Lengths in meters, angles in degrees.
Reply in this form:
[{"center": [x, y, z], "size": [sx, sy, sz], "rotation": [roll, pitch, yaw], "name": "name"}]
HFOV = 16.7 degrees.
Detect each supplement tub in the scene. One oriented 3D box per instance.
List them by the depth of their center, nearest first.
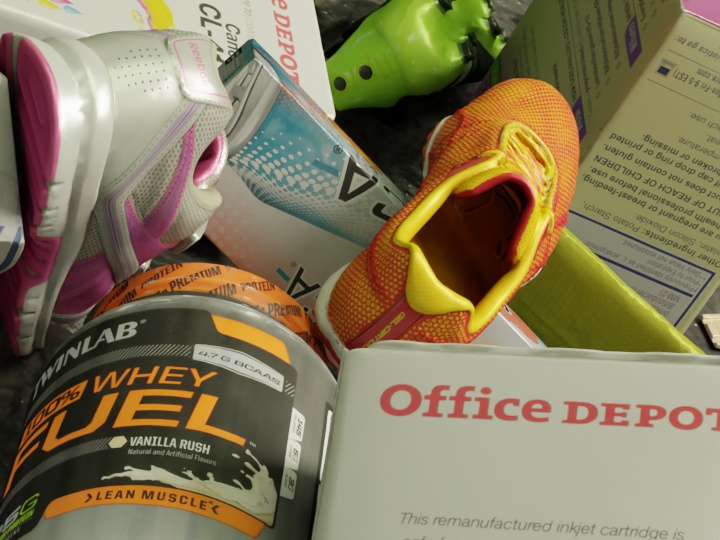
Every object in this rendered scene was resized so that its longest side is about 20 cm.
[{"center": [-0.066, 0.092, 0.856], "size": [0.122, 0.123, 0.200], "rotation": [24, 33, -13], "name": "supplement tub"}]

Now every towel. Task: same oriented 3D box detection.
[{"center": [0.113, 0.051, 1.094], "size": [0.200, 0.086, 0.018], "rotation": [44, 27, 17], "name": "towel"}]

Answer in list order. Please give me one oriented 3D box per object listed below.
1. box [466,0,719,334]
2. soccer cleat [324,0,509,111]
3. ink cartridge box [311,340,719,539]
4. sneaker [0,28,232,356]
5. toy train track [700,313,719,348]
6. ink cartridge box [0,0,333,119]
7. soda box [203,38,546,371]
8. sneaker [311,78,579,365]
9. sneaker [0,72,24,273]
[{"center": [0.133, -0.075, 1.172], "size": [0.096, 0.200, 0.176], "rotation": [23, 33, -16], "name": "box"}, {"center": [0.027, -0.119, 1.266], "size": [0.068, 0.081, 0.200], "rotation": [66, 15, -3], "name": "soccer cleat"}, {"center": [0.056, 0.129, 0.745], "size": [0.147, 0.086, 0.201], "rotation": [3, 55, 11], "name": "ink cartridge box"}, {"center": [-0.095, -0.028, 0.928], "size": [0.088, 0.200, 0.082], "rotation": [-12, 74, -19], "name": "sneaker"}, {"center": [0.222, 0.003, 1.301], "size": [0.114, 0.033, 0.200], "rotation": [12, 37, -29], "name": "toy train track"}, {"center": [-0.123, -0.109, 1.094], "size": [0.199, 0.086, 0.148], "rotation": [17, 36, -21], "name": "ink cartridge box"}, {"center": [0.000, 0.000, 1.018], "size": [0.200, 0.068, 0.064], "rotation": [46, 6, -13], "name": "soda box"}, {"center": [0.054, -0.021, 0.958], "size": [0.073, 0.077, 0.200], "rotation": [46, 37, -10], "name": "sneaker"}, {"center": [-0.207, -0.032, 0.901], "size": [0.115, 0.081, 0.199], "rotation": [-11, 10, -31], "name": "sneaker"}]
